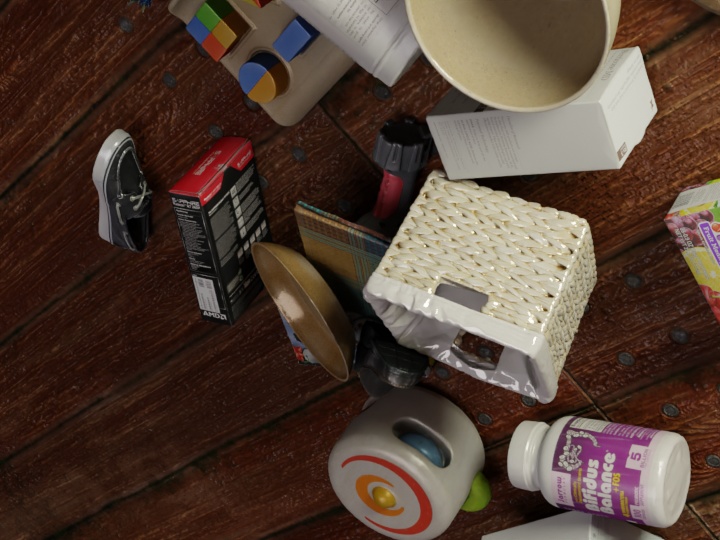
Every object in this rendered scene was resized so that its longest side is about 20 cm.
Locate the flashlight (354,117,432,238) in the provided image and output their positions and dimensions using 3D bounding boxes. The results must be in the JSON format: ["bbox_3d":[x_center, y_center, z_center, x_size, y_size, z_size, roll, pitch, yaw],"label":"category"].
[{"bbox_3d":[0.027,-0.084,1.619,0.068,0.068,0.200,27,138,15],"label":"flashlight"}]

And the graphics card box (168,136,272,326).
[{"bbox_3d":[-0.164,-0.048,1.740,0.051,0.126,0.201,9,131,26],"label":"graphics card box"}]

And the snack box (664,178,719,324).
[{"bbox_3d":[0.427,-0.021,1.392,0.200,0.068,0.169,-16,115,41],"label":"snack box"}]

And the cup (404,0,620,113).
[{"bbox_3d":[0.160,-0.267,1.306,0.200,0.143,0.201,20,135,21],"label":"cup"}]

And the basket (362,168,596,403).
[{"bbox_3d":[0.135,0.017,1.507,0.198,0.161,0.200,21,167,19],"label":"basket"}]

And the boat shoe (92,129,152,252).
[{"bbox_3d":[-0.300,-0.097,1.833,0.068,0.072,0.200,28,140,14],"label":"boat shoe"}]

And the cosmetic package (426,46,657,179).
[{"bbox_3d":[0.181,-0.155,1.415,0.199,0.113,0.081,-4,124,35],"label":"cosmetic package"}]

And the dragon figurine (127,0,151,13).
[{"bbox_3d":[-0.264,-0.326,1.550,0.059,0.200,0.100,8,109,4],"label":"dragon figurine"}]

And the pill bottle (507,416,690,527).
[{"bbox_3d":[0.281,0.234,1.684,0.199,0.112,0.113,6,129,31],"label":"pill bottle"}]

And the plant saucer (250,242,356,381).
[{"bbox_3d":[-0.061,0.041,1.705,0.200,0.035,0.200,50,165,19],"label":"plant saucer"}]

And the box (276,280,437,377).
[{"bbox_3d":[-0.010,0.063,1.792,0.199,0.040,0.137,4,127,33],"label":"box"}]

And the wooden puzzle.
[{"bbox_3d":[-0.110,-0.266,1.570,0.200,0.046,0.185,44,138,-6],"label":"wooden puzzle"}]

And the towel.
[{"bbox_3d":[0.000,0.000,1.640,0.146,0.022,0.200,22,154,19],"label":"towel"}]

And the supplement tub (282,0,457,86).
[{"bbox_3d":[-0.007,-0.294,1.410,0.200,0.132,0.132,39,138,-2],"label":"supplement tub"}]

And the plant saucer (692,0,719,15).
[{"bbox_3d":[0.341,-0.302,1.236,0.199,0.029,0.201,19,134,21],"label":"plant saucer"}]

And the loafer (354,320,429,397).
[{"bbox_3d":[0.032,0.115,1.643,0.073,0.200,0.073,19,96,-7],"label":"loafer"}]

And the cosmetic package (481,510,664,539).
[{"bbox_3d":[0.273,0.365,1.808,0.151,0.052,0.200,30,144,-28],"label":"cosmetic package"}]

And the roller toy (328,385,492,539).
[{"bbox_3d":[0.055,0.254,1.839,0.199,0.140,0.183,0,125,36],"label":"roller toy"}]
